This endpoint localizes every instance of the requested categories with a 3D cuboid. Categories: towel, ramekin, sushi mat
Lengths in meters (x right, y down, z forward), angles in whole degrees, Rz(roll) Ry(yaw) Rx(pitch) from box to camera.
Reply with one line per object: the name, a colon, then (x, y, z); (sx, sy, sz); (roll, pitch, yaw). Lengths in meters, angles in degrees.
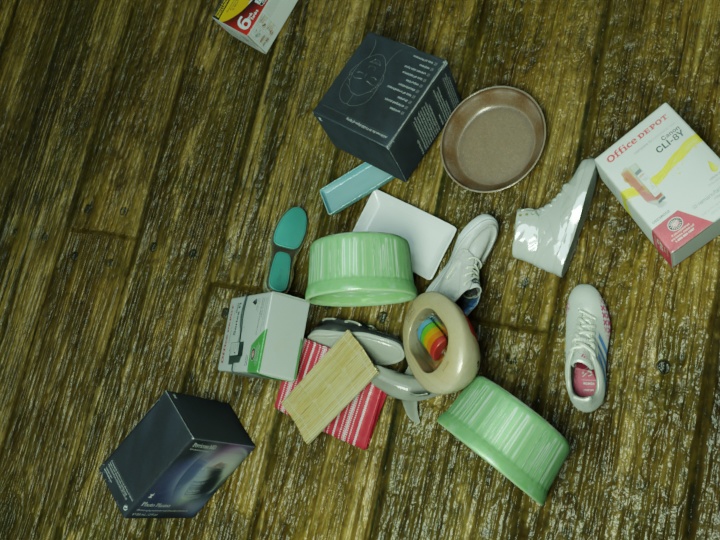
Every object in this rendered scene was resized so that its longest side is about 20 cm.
towel: (-0.051, 0.219, 1.337); (0.196, 0.022, 0.148); (20, 95, 18)
ramekin: (0.221, 0.251, 1.124); (0.198, 0.200, 0.099); (35, 84, 30)
sushi mat: (-0.056, 0.206, 1.301); (0.200, 0.012, 0.096); (-47, 61, 19)
ramekin: (0.000, 0.000, 1.290); (0.195, 0.199, 0.101); (-6, 79, 25)

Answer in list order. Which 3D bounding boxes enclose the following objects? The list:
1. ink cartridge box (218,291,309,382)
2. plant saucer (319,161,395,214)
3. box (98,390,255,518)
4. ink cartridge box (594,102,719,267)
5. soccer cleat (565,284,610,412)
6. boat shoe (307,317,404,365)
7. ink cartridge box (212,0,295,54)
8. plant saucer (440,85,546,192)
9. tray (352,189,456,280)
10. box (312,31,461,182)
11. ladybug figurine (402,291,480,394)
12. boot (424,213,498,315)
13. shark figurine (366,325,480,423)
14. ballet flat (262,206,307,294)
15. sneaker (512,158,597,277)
ink cartridge box: (-0.184, 0.125, 1.380); (0.198, 0.081, 0.151); (-11, 66, 58)
plant saucer: (0.015, -0.178, 1.435); (0.197, 0.019, 0.071); (-30, 52, 8)
box: (-0.336, 0.348, 1.377); (0.199, 0.199, 0.123); (-49, 60, 6)
ink cartridge box: (0.484, -0.135, 1.159); (0.144, 0.083, 0.202); (-37, 62, 13)
soccer cleat: (0.353, 0.115, 1.153); (0.068, 0.086, 0.206); (-5, 73, 25)
boat shoe: (-0.003, 0.124, 1.347); (0.195, 0.075, 0.061); (0, 38, 31)
ink cartridge box: (-0.238, -0.625, 1.678); (0.174, 0.083, 0.203); (33, 92, 31)
plant saucer: (0.242, -0.232, 1.341); (0.195, 0.037, 0.206); (-9, 71, 25)
tray: (0.080, -0.067, 1.385); (0.197, 0.022, 0.109); (29, 89, 31)
box: (0.051, -0.310, 1.396); (0.198, 0.124, 0.198); (31, 79, 32)
ladybug figurine: (0.130, 0.114, 1.169); (0.138, 0.070, 0.201); (-62, 31, 22)
boot: (0.188, 0.007, 1.262); (0.203, 0.072, 0.096); (-59, 30, 10)
shark figurine: (0.123, 0.182, 1.246); (0.210, 0.089, 0.131); (-24, 88, 5)
ballet flat: (-0.153, -0.031, 1.469); (0.069, 0.071, 0.205); (-4, 58, 26)
sneaker: (0.320, -0.104, 1.242); (0.113, 0.073, 0.205); (20, 86, 27)
